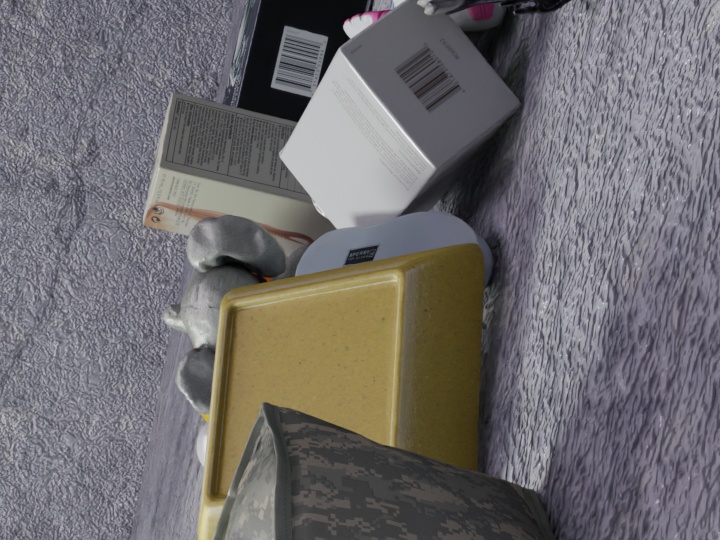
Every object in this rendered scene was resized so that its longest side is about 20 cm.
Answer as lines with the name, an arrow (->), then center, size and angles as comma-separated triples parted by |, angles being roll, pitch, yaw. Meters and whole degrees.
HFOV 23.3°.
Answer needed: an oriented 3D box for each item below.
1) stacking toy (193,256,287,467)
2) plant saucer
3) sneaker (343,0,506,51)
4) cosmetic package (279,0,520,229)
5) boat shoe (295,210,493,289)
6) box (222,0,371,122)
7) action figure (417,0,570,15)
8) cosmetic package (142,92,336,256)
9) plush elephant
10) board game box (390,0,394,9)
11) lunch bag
stacking toy -> -0.101, 0.096, 1.513 | 0.146, 0.145, 0.201 | 116, 174, -50
plant saucer -> -0.023, 0.080, 1.089 | 0.199, 0.048, 0.201 | -11, 61, 30
sneaker -> 0.054, -0.162, 1.297 | 0.200, 0.081, 0.089 | 166, 95, -70
cosmetic package -> 0.021, -0.097, 1.224 | 0.085, 0.108, 0.200 | -38, -4, -21
boat shoe -> 0.034, 0.010, 1.191 | 0.199, 0.068, 0.074 | -9, 54, 53
box -> -0.080, -0.216, 1.941 | 0.197, 0.123, 0.201 | 179, 104, -81
action figure -> 0.088, -0.218, 1.101 | 0.200, 0.101, 0.120 | -121, 34, -73
cosmetic package -> -0.094, -0.081, 1.626 | 0.087, 0.199, 0.104 | 113, 167, -47
plush elephant -> -0.084, 0.044, 1.370 | 0.200, 0.154, 0.166 | -18, 57, 64
board game box -> 0.046, -0.191, 1.462 | 0.152, 0.036, 0.201 | -98, 22, -61
lunch bag -> 0.016, 0.162, 0.832 | 0.200, 0.163, 0.118 | -115, 45, -75
